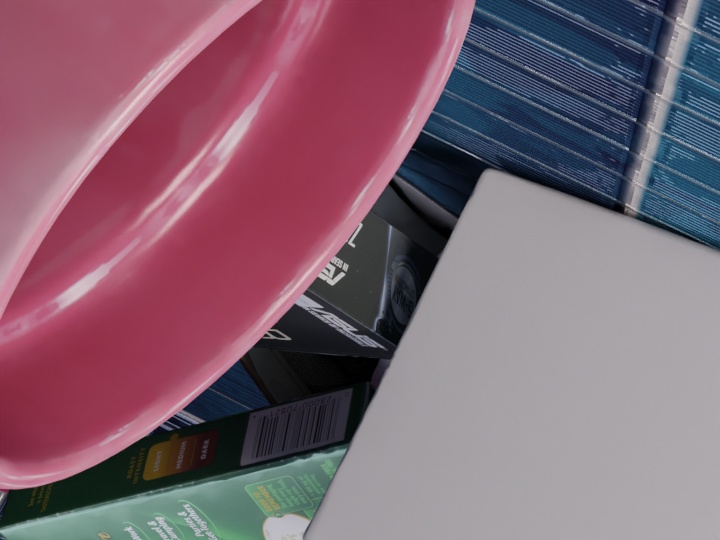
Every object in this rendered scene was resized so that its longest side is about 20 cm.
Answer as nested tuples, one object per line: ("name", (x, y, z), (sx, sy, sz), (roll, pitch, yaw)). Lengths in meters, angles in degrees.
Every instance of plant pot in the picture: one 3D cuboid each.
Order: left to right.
("plant pot", (-0.096, -0.071, 0.690), (0.179, 0.200, 0.200), (41, 176, 16))

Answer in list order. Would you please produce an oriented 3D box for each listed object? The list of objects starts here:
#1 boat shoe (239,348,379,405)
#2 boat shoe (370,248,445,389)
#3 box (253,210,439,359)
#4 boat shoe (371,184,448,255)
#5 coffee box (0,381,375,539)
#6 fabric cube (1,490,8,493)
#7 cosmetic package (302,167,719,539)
("boat shoe", (-0.056, -0.012, 1.209), (0.200, 0.065, 0.072), (58, 176, -19))
("boat shoe", (0.046, 0.041, 1.111), (0.068, 0.074, 0.199), (53, 161, 14))
("box", (-0.086, -0.027, 0.994), (0.160, 0.044, 0.200), (4, 158, 44))
("boat shoe", (0.000, 0.000, 1.172), (0.071, 0.064, 0.200), (21, 170, 33))
("coffee box", (-0.058, 0.123, 1.208), (0.200, 0.044, 0.123), (-17, 132, 24))
("fabric cube", (-0.205, -0.004, 1.323), (0.196, 0.200, 0.199), (32, 169, -24))
("cosmetic package", (0.114, 0.089, 1.008), (0.167, 0.166, 0.200), (23, 171, 28))
